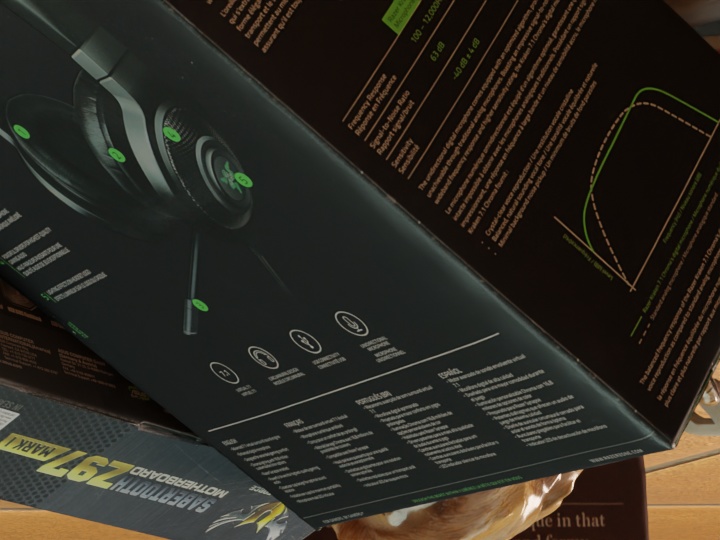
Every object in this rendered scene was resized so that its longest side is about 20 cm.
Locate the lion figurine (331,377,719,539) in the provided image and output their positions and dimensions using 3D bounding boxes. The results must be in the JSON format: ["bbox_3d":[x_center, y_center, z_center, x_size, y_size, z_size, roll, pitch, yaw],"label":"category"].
[{"bbox_3d":[0.044,0.008,0.677,0.121,0.201,0.073,-21,129,16],"label":"lion figurine"}]

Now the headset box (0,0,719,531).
[{"bbox_3d":[-0.024,-0.038,0.508,0.200,0.093,0.174,39,152,-15],"label":"headset box"}]

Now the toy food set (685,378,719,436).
[{"bbox_3d":[0.244,0.025,1.000,0.198,0.061,0.144,-22,177,-6],"label":"toy food set"}]

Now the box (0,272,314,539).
[{"bbox_3d":[-0.097,-0.001,0.637,0.051,0.159,0.199,-37,147,21],"label":"box"}]

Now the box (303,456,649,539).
[{"bbox_3d":[0.016,0.156,0.829,0.162,0.202,0.166,1,166,-15],"label":"box"}]

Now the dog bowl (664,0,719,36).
[{"bbox_3d":[0.154,-0.065,0.593,0.198,0.059,0.200,8,160,3],"label":"dog bowl"}]

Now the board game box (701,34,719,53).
[{"bbox_3d":[0.176,-0.024,0.556,0.198,0.035,0.134,-2,158,28],"label":"board game box"}]
